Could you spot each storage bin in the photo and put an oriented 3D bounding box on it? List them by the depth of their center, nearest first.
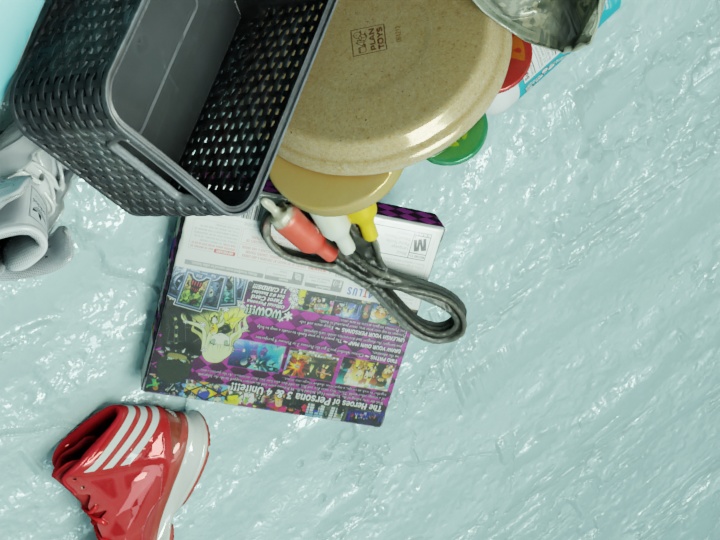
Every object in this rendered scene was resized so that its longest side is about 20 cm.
[{"bbox_3d":[-0.109,-0.145,0.794,0.135,0.093,0.201,40,61,-43],"label":"storage bin"}]

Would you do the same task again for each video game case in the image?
[{"bbox_3d":[-0.054,0.024,0.988,0.199,0.036,0.182,10,112,-16],"label":"video game case"}]

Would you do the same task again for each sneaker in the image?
[{"bbox_3d":[-0.198,-0.064,0.821,0.200,0.115,0.075,-38,133,-10],"label":"sneaker"},{"bbox_3d":[-0.206,0.194,1.018,0.115,0.078,0.201,18,94,-32],"label":"sneaker"}]

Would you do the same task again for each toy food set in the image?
[{"bbox_3d":[0.012,-0.142,0.871,0.197,0.201,0.049,-24,148,2],"label":"toy food set"}]

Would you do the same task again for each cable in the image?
[{"bbox_3d":[0.000,0.000,0.939,0.097,0.050,0.200,-30,118,15],"label":"cable"}]

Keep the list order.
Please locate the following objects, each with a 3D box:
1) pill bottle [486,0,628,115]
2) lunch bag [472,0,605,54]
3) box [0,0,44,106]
[{"bbox_3d":[0.110,-0.194,0.963,0.200,0.111,0.111,-41,133,-6],"label":"pill bottle"},{"bbox_3d":[0.109,-0.260,0.818,0.200,0.117,0.165,39,53,-36],"label":"lunch bag"},{"bbox_3d":[-0.226,-0.167,0.760,0.049,0.082,0.201,16,107,-39],"label":"box"}]
